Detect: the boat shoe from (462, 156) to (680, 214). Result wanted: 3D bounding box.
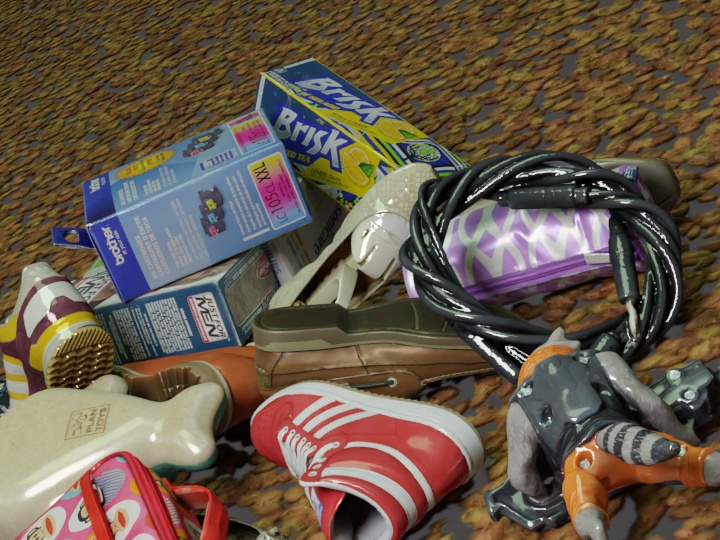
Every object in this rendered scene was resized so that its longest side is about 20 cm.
[{"bbox_3d":[0.151,-0.053,1.441,0.199,0.076,0.072,-13,24,27],"label":"boat shoe"}]

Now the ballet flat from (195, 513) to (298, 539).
[{"bbox_3d":[-0.099,0.183,1.242,0.067,0.046,0.200,-39,25,-29],"label":"ballet flat"}]

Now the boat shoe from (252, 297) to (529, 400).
[{"bbox_3d":[0.023,0.062,1.344,0.199,0.068,0.072,0,20,10],"label":"boat shoe"}]

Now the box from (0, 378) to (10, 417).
[{"bbox_3d":[-0.353,0.166,1.558,0.198,0.050,0.200,-13,26,29],"label":"box"}]

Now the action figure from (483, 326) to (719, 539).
[{"bbox_3d":[0.163,0.085,1.098,0.200,0.105,0.193,-33,33,-8],"label":"action figure"}]

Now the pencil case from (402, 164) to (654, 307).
[{"bbox_3d":[0.127,-0.012,1.374,0.199,0.084,0.086,-17,41,26],"label":"pencil case"}]

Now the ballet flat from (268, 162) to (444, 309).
[{"bbox_3d":[0.000,0.000,1.459,0.200,0.067,0.062,-47,23,29],"label":"ballet flat"}]

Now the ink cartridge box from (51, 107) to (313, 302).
[{"bbox_3d":[-0.149,-0.049,1.519,0.199,0.077,0.136,-25,19,-3],"label":"ink cartridge box"}]

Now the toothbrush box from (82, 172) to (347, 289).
[{"bbox_3d":[-0.125,-0.011,1.637,0.199,0.086,0.146,-14,25,25],"label":"toothbrush box"}]

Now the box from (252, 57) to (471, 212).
[{"bbox_3d":[-0.004,-0.101,1.583,0.064,0.070,0.200,-23,48,-41],"label":"box"}]

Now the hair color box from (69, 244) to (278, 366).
[{"bbox_3d":[-0.175,0.035,1.530,0.199,0.061,0.100,-12,18,23],"label":"hair color box"}]

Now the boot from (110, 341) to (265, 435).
[{"bbox_3d":[-0.131,0.097,1.454,0.107,0.075,0.200,-19,7,-39],"label":"boot"}]

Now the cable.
[{"bbox_3d":[0.121,-0.013,1.283,0.163,0.051,0.200,-44,64,-7],"label":"cable"}]

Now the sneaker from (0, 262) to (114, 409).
[{"bbox_3d":[-0.241,0.079,1.451,0.075,0.200,0.090,-15,56,-33],"label":"sneaker"}]

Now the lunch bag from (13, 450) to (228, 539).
[{"bbox_3d":[-0.154,0.204,1.172,0.176,0.082,0.200,-42,26,0],"label":"lunch bag"}]

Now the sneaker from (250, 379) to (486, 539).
[{"bbox_3d":[-0.025,0.133,1.236,0.199,0.071,0.112,0,31,44],"label":"sneaker"}]

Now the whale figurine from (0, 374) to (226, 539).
[{"bbox_3d":[-0.180,0.145,1.342,0.199,0.104,0.159,-17,36,16],"label":"whale figurine"}]
